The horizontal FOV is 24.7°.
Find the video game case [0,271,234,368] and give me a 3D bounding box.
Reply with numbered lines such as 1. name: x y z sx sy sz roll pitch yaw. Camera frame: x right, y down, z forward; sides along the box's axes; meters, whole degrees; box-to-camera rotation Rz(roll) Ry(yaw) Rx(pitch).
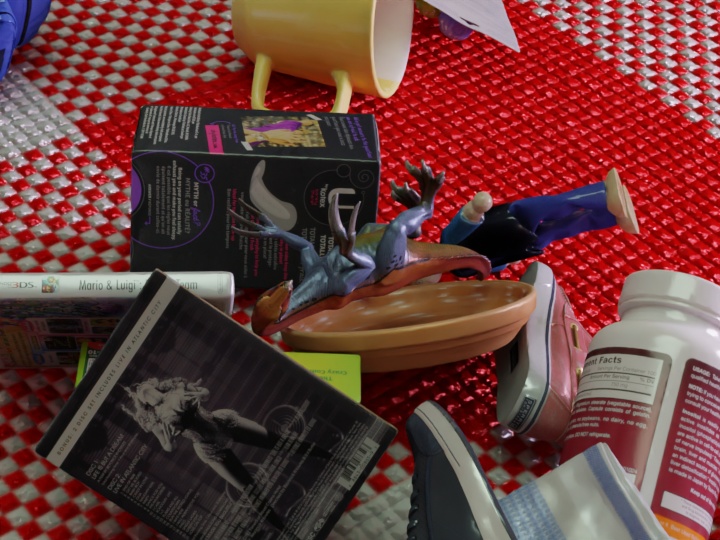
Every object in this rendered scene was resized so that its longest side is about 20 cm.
1. video game case: -0.186 0.038 1.204 0.181 0.200 0.024 0 73 -6

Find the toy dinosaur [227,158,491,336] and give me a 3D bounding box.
1. toy dinosaur: 0.000 0.000 1.227 0.200 0.105 0.182 41 68 -13

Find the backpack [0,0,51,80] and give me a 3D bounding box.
1. backpack: -0.383 -0.251 1.533 0.199 0.163 0.168 -23 78 -28

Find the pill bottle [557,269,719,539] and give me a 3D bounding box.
1. pill bottle: 0.205 0.108 1.158 0.112 0.113 0.201 14 72 10

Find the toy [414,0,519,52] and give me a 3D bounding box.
1. toy: 0.092 -0.272 1.671 0.115 0.047 0.200 25 29 -16

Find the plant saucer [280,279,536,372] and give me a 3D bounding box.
1. plant saucer: 0.038 0.044 1.266 0.199 0.038 0.200 -9 8 1

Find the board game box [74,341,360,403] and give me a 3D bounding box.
1. board game box: -0.102 0.107 1.193 0.199 0.102 0.048 3 44 -3

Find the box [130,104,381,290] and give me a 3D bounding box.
1. box: -0.087 -0.060 1.355 0.199 0.123 0.106 3 26 -3

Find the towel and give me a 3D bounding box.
1. towel: 0.105 0.205 1.049 0.199 0.024 0.147 -29 46 1

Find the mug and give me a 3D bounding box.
1. mug: -0.045 -0.237 1.563 0.152 0.150 0.187 8 34 15

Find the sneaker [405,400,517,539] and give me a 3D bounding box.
1. sneaker: 0.027 0.183 1.042 0.146 0.077 0.203 -27 45 2

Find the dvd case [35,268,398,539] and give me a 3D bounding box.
1. dvd case: -0.097 0.115 1.117 0.200 0.149 0.016 34 1 -8

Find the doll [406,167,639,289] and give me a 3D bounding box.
1. doll: 0.122 -0.031 1.353 0.199 0.136 0.049 -18 65 16

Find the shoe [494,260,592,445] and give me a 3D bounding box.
1. shoe: 0.160 0.072 1.292 0.091 0.072 0.200 25 30 -9
